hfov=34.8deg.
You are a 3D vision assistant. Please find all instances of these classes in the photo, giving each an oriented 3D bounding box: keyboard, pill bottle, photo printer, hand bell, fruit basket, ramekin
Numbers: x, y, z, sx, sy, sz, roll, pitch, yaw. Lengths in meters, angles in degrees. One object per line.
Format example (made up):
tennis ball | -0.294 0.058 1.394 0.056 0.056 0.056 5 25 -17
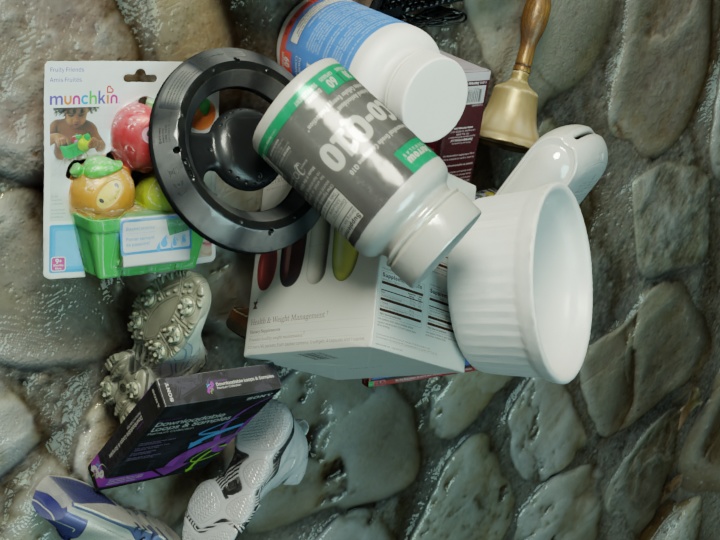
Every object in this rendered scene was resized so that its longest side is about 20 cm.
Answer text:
keyboard | 0.099 -0.297 1.241 0.198 0.040 0.104 -20 161 -30
pill bottle | 0.012 -0.198 1.140 0.111 0.199 0.114 -19 124 -31
photo printer | 0.204 -0.081 1.324 0.201 0.069 0.166 -54 165 21
hand bell | 0.195 -0.247 1.367 0.103 0.104 0.203 12 94 -43
pill bottle | 0.007 -0.086 1.043 0.113 0.200 0.113 -46 174 -6
fruit basket | -0.210 -0.095 1.086 0.184 0.093 0.203 -7 114 -38
ramekin | 0.164 0.014 1.174 0.200 0.097 0.203 10 79 -61

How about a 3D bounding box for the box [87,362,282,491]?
box | -0.187 0.166 1.212 0.142 0.036 0.200 -6 150 -39

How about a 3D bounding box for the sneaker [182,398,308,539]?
sneaker | -0.124 0.249 1.332 0.201 0.075 0.115 -61 155 -4

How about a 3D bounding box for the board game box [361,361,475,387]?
board game box | 0.093 0.079 1.402 0.198 0.019 0.104 -6 107 -30

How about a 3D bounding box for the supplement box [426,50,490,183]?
supplement box | 0.075 -0.140 1.291 0.060 0.109 0.202 -10 120 -37

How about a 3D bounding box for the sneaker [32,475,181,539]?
sneaker | -0.286 0.311 1.249 0.116 0.080 0.199 -54 137 -6

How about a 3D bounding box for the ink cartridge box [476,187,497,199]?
ink cartridge box | 0.100 -0.026 1.417 0.198 0.050 0.110 -16 124 -32

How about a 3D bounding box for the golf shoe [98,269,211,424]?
golf shoe | -0.193 0.072 1.189 0.097 0.079 0.201 -8 143 -48

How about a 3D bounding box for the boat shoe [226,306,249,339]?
boat shoe | -0.069 0.056 1.308 0.199 0.075 0.075 14 99 -52

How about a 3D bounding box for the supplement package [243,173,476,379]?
supplement package | 0.000 0.000 1.198 0.146 0.190 0.203 19 70 -44

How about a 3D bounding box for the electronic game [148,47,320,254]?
electronic game | -0.110 -0.115 1.098 0.198 0.041 0.203 9 75 -34
